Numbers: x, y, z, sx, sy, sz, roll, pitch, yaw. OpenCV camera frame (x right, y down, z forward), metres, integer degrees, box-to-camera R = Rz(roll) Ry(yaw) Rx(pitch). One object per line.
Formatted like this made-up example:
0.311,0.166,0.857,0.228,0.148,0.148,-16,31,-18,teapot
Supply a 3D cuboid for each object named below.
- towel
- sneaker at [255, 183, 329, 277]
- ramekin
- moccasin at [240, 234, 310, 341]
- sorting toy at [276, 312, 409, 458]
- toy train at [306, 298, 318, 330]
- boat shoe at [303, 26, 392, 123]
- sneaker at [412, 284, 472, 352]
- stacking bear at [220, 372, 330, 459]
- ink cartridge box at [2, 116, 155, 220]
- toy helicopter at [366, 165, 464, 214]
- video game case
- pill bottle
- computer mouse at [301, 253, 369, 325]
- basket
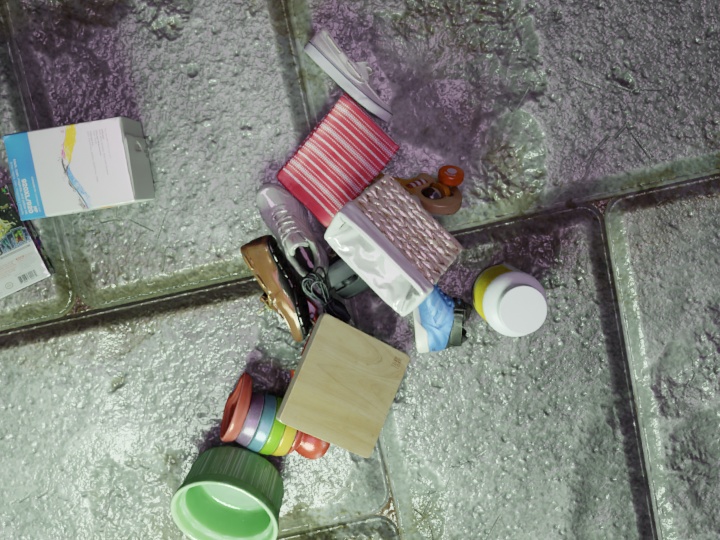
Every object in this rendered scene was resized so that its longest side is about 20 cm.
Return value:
-0.044,-0.192,1.426,0.145,0.022,0.200,45,108,7,towel
-0.119,-0.069,1.435,0.078,0.099,0.201,-35,96,3,sneaker
-0.233,0.413,1.456,0.198,0.098,0.202,6,126,8,ramekin
-0.150,0.038,1.423,0.077,0.074,0.203,-20,113,17,moccasin
-0.039,0.204,1.445,0.199,0.069,0.201,29,79,-28,sorting toy
-0.101,0.077,1.486,0.046,0.034,0.200,-43,96,1,toy train
-0.009,-0.347,1.424,0.200,0.072,0.066,43,99,2,boat shoe
0.146,0.048,1.466,0.110,0.077,0.202,-7,101,5,sneaker
-0.146,0.286,1.474,0.198,0.114,0.122,21,133,-15,stacking bear
-0.477,-0.176,1.389,0.198,0.147,0.146,-9,97,0,ink cartridge box
0.082,-0.139,1.428,0.198,0.133,0.080,17,130,14,toy helicopter
-0.683,-0.033,1.456,0.198,0.036,0.183,-25,97,1,video game case
0.263,0.053,1.409,0.111,0.200,0.113,0,97,-1,pill bottle
0.000,0.000,1.437,0.200,0.053,0.139,-48,125,-14,computer mouse
0.057,-0.045,1.349,0.200,0.136,0.123,44,67,3,basket
